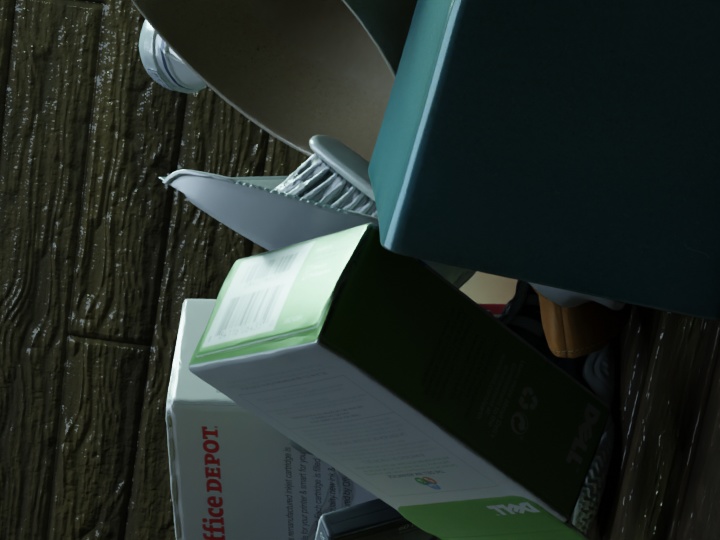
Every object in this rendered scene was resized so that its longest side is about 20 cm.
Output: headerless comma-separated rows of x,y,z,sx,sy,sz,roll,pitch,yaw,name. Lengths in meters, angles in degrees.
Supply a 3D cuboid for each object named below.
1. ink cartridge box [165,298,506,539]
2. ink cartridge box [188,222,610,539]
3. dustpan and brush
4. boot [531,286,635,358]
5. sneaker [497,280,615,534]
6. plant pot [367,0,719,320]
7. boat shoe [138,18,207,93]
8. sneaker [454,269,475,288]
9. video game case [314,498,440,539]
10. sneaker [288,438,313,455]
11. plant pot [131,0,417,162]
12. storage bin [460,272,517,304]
-0.002,0.093,1.339,0.145,0.199,0.085,90,-178,-46,ink cartridge box
0.036,0.064,1.050,0.104,0.200,0.060,-13,46,54,ink cartridge box
0.028,-0.016,1.074,0.139,0.200,0.057,-4,-56,-57,dustpan and brush
0.112,-0.061,1.172,0.200,0.076,0.156,-57,-45,-62,boot
0.066,0.041,1.219,0.076,0.113,0.201,103,173,-46,sneaker
0.096,-0.106,0.987,0.141,0.141,0.201,-98,21,-74,plant pot
-0.052,-0.186,1.325,0.067,0.073,0.201,6,74,46,boat shoe
0.055,-0.036,1.219,0.078,0.099,0.200,65,-149,-16,sneaker
0.033,0.173,1.298,0.200,0.142,0.019,103,147,-51,video game case
0.000,0.000,1.270,0.082,0.073,0.201,90,-176,-46,sneaker
-0.013,-0.164,1.168,0.135,0.200,0.200,-49,-8,-20,plant pot
0.072,-0.043,1.441,0.199,0.093,0.201,-89,8,-63,storage bin
